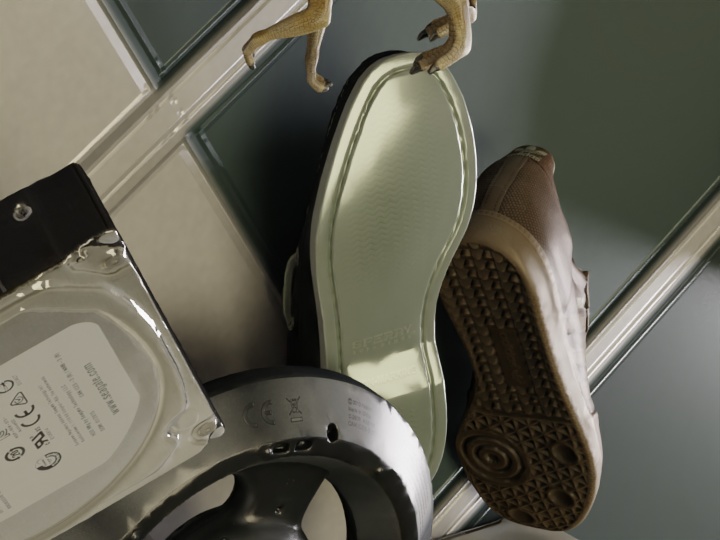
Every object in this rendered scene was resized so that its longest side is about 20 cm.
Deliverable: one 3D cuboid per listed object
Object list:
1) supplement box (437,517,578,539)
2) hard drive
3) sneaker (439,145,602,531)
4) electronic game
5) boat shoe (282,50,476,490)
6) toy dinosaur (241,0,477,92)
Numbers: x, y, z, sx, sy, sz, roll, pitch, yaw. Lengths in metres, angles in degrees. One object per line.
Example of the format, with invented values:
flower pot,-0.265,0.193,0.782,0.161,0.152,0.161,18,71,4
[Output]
supplement box,0.047,0.228,1.087,0.126,0.073,0.201,-13,117,-40
hard drive,-0.151,0.061,0.747,0.199,0.038,0.140,-29,147,-6
sneaker,0.083,0.034,1.034,0.076,0.070,0.201,-59,151,-37
electronic game,-0.055,0.128,0.916,0.199,0.042,0.201,-19,127,-27
boat shoe,0.000,0.000,0.945,0.075,0.060,0.201,-5,115,-27
toy dinosaur,0.013,-0.127,0.844,0.199,0.058,0.102,-25,110,-8
